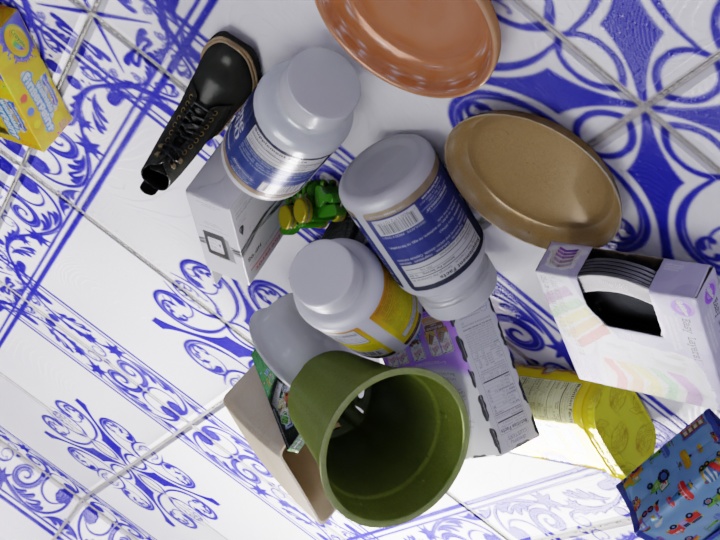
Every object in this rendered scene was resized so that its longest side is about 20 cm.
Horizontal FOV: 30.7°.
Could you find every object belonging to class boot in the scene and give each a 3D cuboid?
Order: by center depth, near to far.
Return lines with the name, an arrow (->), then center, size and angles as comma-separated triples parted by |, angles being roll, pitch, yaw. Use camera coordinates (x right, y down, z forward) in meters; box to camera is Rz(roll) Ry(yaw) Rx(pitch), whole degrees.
boot -> -0.187, -0.171, 1.499 | 0.077, 0.139, 0.200 | 33, 151, 1
boot -> 0.000, 0.000, 1.667 | 0.131, 0.070, 0.200 | 32, 160, -10

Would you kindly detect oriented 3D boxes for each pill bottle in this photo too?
pill bottle -> -0.074, -0.161, 1.427 | 0.111, 0.111, 0.200 | 37, 152, -7
pill bottle -> 0.069, -0.044, 1.455 | 0.115, 0.116, 0.200 | 4, 140, 42
pill bottle -> -0.008, 0.030, 1.514 | 0.109, 0.110, 0.200 | 19, 172, 25

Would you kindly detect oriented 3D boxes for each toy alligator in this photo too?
toy alligator -> -0.046, -0.086, 1.579 | 0.059, 0.054, 0.200 | -3, 172, -32

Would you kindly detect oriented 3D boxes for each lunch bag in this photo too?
lunch bag -> 0.434, 0.286, 1.570 | 0.200, 0.094, 0.151 | 36, 112, -24

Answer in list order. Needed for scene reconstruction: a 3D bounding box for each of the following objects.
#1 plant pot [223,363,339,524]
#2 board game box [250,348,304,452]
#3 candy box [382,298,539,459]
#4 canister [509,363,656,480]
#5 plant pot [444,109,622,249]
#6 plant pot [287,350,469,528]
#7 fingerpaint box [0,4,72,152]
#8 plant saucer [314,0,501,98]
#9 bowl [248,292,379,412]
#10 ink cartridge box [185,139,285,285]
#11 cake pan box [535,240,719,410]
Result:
plant pot -> -0.085, 0.219, 1.960 | 0.177, 0.200, 0.200 | 25, 152, 37
board game box -> -0.096, 0.148, 1.837 | 0.023, 0.200, 0.105 | 17, 120, -33
candy box -> 0.115, 0.134, 1.634 | 0.168, 0.071, 0.201 | -20, 91, 55
canister -> 0.251, 0.184, 1.654 | 0.200, 0.087, 0.149 | 4, 139, 45
plant pot -> 0.181, -0.096, 1.353 | 0.200, 0.028, 0.200 | 25, 152, 15
plant pot -> 0.002, 0.184, 1.613 | 0.200, 0.200, 0.190 | 50, 170, -29
fingerpaint box -> -0.498, -0.266, 1.743 | 0.166, 0.073, 0.200 | 19, 149, 25
plant saucer -> 0.047, -0.249, 1.243 | 0.200, 0.038, 0.200 | 25, 150, 16
bowl -> -0.044, 0.092, 1.764 | 0.201, 0.201, 0.090 | 36, 111, -5
ink cartridge box -> -0.145, -0.067, 1.643 | 0.067, 0.116, 0.200 | 21, 150, 19
cake pan box -> 0.294, 0.056, 1.377 | 0.184, 0.052, 0.200 | 10, 144, 34
